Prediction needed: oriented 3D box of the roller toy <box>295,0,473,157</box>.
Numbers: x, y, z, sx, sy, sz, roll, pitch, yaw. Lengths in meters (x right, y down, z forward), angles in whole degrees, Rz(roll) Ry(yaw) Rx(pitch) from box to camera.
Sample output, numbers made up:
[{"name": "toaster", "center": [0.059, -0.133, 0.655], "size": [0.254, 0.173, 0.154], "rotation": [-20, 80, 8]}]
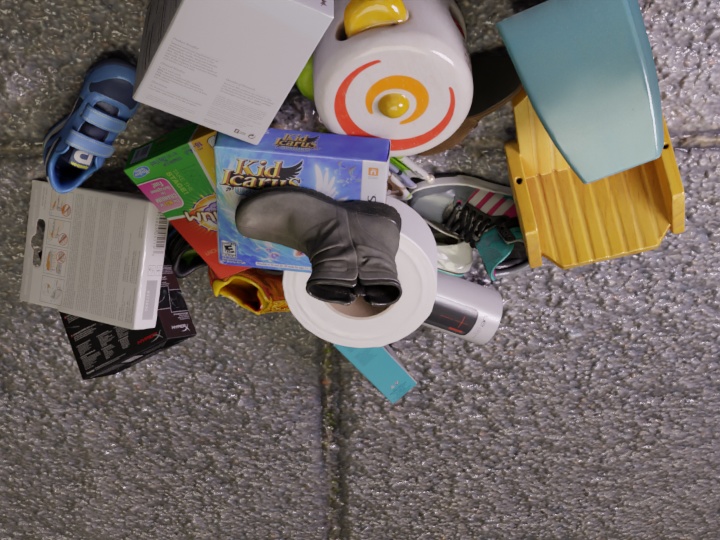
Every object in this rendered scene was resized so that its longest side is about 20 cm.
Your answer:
[{"name": "roller toy", "center": [0.037, -0.227, 1.564], "size": [0.181, 0.141, 0.200], "rotation": [17, 135, -21]}]

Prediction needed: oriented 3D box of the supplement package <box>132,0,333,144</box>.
[{"name": "supplement package", "center": [-0.135, -0.275, 1.494], "size": [0.150, 0.152, 0.200], "rotation": [19, 135, -20]}]

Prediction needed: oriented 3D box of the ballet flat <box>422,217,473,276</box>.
[{"name": "ballet flat", "center": [0.057, -0.045, 1.836], "size": [0.198, 0.070, 0.070], "rotation": [11, 137, -9]}]

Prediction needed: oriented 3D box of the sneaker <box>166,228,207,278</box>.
[{"name": "sneaker", "center": [-0.168, -0.041, 1.809], "size": [0.198, 0.083, 0.071], "rotation": [-22, 137, 22]}]

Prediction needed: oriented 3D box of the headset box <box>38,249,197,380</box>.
[{"name": "headset box", "center": [-0.321, 0.020, 1.807], "size": [0.148, 0.202, 0.077], "rotation": [-26, 170, 24]}]

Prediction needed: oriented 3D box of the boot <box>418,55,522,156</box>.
[{"name": "boot", "center": [0.121, -0.196, 1.671], "size": [0.199, 0.074, 0.075], "rotation": [-24, 151, 31]}]

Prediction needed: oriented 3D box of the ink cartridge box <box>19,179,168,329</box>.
[{"name": "ink cartridge box", "center": [-0.336, -0.022, 1.752], "size": [0.198, 0.163, 0.050], "rotation": [11, -174, 32]}]

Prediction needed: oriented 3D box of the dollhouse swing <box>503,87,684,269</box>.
[{"name": "dollhouse swing", "center": [0.282, -0.124, 1.663], "size": [0.198, 0.184, 0.176], "rotation": [-12, 162, 3]}]

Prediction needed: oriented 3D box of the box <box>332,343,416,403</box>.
[{"name": "box", "center": [0.005, 0.108, 1.957], "size": [0.049, 0.082, 0.200], "rotation": [-40, 140, 2]}]

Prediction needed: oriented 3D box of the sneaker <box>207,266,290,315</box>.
[{"name": "sneaker", "center": [-0.124, 0.035, 1.898], "size": [0.198, 0.078, 0.073], "rotation": [15, 136, -31]}]

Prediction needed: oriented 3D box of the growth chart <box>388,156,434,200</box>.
[{"name": "growth chart", "center": [-0.004, -0.109, 1.750], "size": [0.199, 0.018, 0.144], "rotation": [-21, 144, 40]}]

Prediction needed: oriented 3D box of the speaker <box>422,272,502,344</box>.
[{"name": "speaker", "center": [0.096, 0.036, 1.911], "size": [0.198, 0.082, 0.081], "rotation": [20, 134, -23]}]

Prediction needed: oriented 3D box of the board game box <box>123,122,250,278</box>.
[{"name": "board game box", "center": [-0.165, -0.089, 1.675], "size": [0.152, 0.041, 0.200], "rotation": [-19, 128, 30]}]

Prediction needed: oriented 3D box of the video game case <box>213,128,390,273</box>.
[{"name": "video game case", "center": [-0.068, -0.077, 1.606], "size": [0.197, 0.046, 0.183], "rotation": [5, 133, 2]}]

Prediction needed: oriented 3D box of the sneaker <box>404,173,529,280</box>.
[{"name": "sneaker", "center": [0.154, -0.049, 1.785], "size": [0.197, 0.122, 0.084], "rotation": [8, 138, -11]}]

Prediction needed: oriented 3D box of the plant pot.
[{"name": "plant pot", "center": [0.257, -0.208, 1.523], "size": [0.140, 0.141, 0.202], "rotation": [-20, 97, 19]}]

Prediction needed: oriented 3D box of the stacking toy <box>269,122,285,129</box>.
[{"name": "stacking toy", "center": [-0.185, -0.125, 1.721], "size": [0.198, 0.086, 0.086], "rotation": [-9, 139, 14]}]

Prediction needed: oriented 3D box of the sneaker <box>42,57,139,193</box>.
[{"name": "sneaker", "center": [-0.318, -0.169, 1.659], "size": [0.073, 0.083, 0.200], "rotation": [23, 131, -24]}]

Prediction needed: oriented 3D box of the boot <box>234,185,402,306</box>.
[{"name": "boot", "center": [-0.049, -0.024, 1.530], "size": [0.197, 0.131, 0.068], "rotation": [5, 133, 2]}]

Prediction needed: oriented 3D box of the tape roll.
[{"name": "tape roll", "center": [0.000, 0.000, 1.777], "size": [0.200, 0.071, 0.204], "rotation": [2, 127, 3]}]
